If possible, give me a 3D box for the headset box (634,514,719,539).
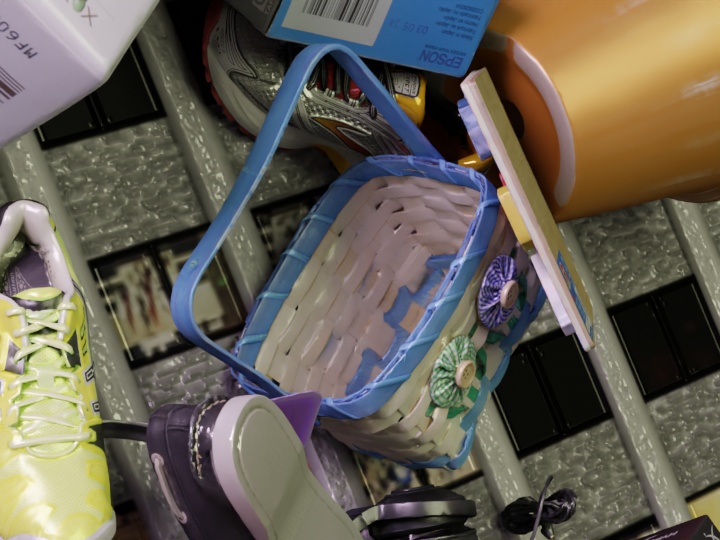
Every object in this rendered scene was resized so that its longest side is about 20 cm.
[{"bbox_3d":[0.171,0.261,1.667,0.149,0.075,0.200,53,45,-11],"label":"headset box"}]

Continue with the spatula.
[{"bbox_3d":[-0.117,0.084,1.476,0.199,0.057,0.021,2,41,-18],"label":"spatula"}]

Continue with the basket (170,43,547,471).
[{"bbox_3d":[0.000,0.000,1.563,0.200,0.139,0.177,39,70,-34],"label":"basket"}]

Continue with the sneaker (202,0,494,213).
[{"bbox_3d":[-0.005,-0.103,1.661,0.199,0.082,0.078,28,55,-30],"label":"sneaker"}]

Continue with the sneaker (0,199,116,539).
[{"bbox_3d":[-0.162,0.054,1.413,0.075,0.077,0.201,-6,52,-18],"label":"sneaker"}]

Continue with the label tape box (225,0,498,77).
[{"bbox_3d":[-0.034,-0.187,1.660,0.144,0.064,0.200,9,23,-38],"label":"label tape box"}]

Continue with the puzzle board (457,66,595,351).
[{"bbox_3d":[0.089,-0.036,1.584,0.200,0.017,0.151,-54,120,-83],"label":"puzzle board"}]

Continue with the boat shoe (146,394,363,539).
[{"bbox_3d":[-0.048,0.140,1.477,0.200,0.060,0.074,62,41,-39],"label":"boat shoe"}]

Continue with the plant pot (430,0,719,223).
[{"bbox_3d":[0.148,-0.116,1.741,0.183,0.200,0.201,-27,91,-34],"label":"plant pot"}]

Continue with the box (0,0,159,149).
[{"bbox_3d":[-0.209,-0.175,1.422,0.200,0.199,0.172,45,47,-18],"label":"box"}]

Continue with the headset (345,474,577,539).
[{"bbox_3d":[0.040,0.173,1.607,0.200,0.094,0.124,-30,98,-30],"label":"headset"}]
